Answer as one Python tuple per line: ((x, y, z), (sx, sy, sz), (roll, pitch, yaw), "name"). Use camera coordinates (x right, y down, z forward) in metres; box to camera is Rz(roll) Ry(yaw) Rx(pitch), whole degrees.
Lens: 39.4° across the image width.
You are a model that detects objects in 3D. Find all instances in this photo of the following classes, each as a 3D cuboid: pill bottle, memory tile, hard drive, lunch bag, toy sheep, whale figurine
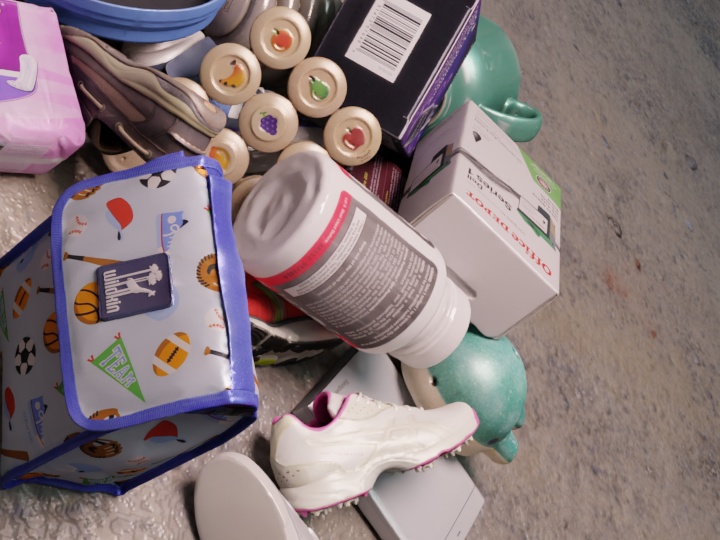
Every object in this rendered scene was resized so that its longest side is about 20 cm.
((0.000, 0.000, 0.824), (0.200, 0.111, 0.111), (37, 43, -34), "pill bottle")
((-0.096, -0.106, 0.825), (0.153, 0.200, 0.017), (53, 1, -18), "memory tile")
((0.032, 0.172, 0.920), (0.200, 0.027, 0.132), (55, 37, -7), "hard drive")
((-0.149, 0.038, 0.646), (0.124, 0.200, 0.170), (13, 59, -46), "lunch bag")
((-0.090, -0.244, 0.963), (0.200, 0.138, 0.138), (8, 62, -41), "toy sheep")
((0.124, 0.111, 0.994), (0.200, 0.104, 0.159), (21, 39, -58), "whale figurine")

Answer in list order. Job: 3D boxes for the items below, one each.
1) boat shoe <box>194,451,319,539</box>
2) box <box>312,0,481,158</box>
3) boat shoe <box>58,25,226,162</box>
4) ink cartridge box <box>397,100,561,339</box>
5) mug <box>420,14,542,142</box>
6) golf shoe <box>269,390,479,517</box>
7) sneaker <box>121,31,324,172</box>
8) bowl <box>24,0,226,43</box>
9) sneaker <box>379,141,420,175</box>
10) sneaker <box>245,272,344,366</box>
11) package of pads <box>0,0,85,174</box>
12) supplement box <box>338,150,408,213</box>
((-0.054, 0.222, 0.757), (0.200, 0.072, 0.069), (55, 15, 2), "boat shoe")
((0.033, -0.199, 0.945), (0.104, 0.148, 0.200), (30, 5, 4), "box")
((-0.189, -0.127, 0.756), (0.074, 0.200, 0.073), (30, 90, -53), "boat shoe")
((0.118, -0.052, 0.969), (0.146, 0.084, 0.200), (41, 31, -16), "ink cartridge box")
((0.099, -0.210, 1.117), (0.114, 0.185, 0.152), (-27, 112, -52), "mug")
((0.014, 0.133, 0.838), (0.200, 0.075, 0.092), (-16, 83, -34), "golf shoe")
((-0.122, -0.167, 0.906), (0.200, 0.081, 0.147), (-10, 81, -45), "sneaker")
((-0.202, -0.259, 0.823), (0.201, 0.039, 0.201), (14, 44, -14), "bowl")
((0.099, -0.102, 1.113), (0.200, 0.074, 0.089), (42, 68, -25), "sneaker")
((-0.094, 0.033, 0.832), (0.200, 0.077, 0.085), (11, 53, -58), "sneaker")
((-0.297, -0.133, 0.683), (0.200, 0.076, 0.121), (-4, 73, -51), "package of pads")
((0.040, -0.035, 1.035), (0.200, 0.061, 0.109), (40, 40, -28), "supplement box")
